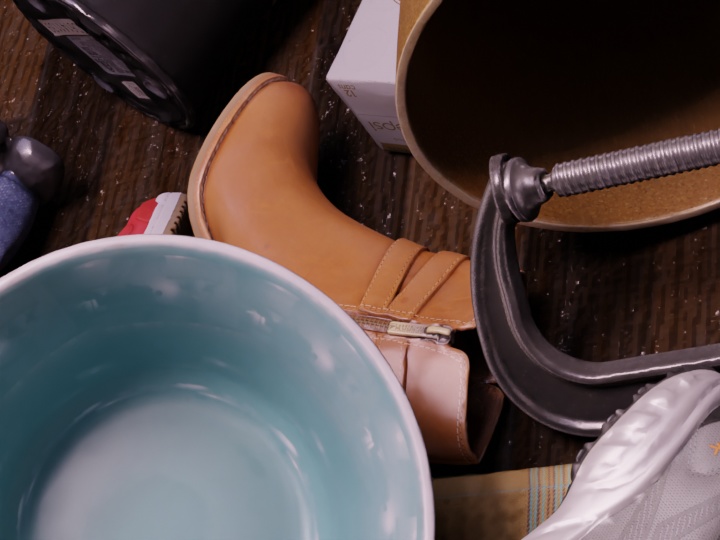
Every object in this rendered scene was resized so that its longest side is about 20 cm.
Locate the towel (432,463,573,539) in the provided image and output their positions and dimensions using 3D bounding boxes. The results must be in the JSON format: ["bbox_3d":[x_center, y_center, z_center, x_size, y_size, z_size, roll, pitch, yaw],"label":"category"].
[{"bbox_3d":[0.021,0.148,0.695,0.199,0.022,0.148,-9,56,25],"label":"towel"}]

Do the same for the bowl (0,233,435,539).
[{"bbox_3d":[-0.075,0.097,0.661,0.199,0.105,0.202,1,77,-2],"label":"bowl"}]

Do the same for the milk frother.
[{"bbox_3d":[-0.120,-0.211,0.909,0.180,0.200,0.189,24,73,44],"label":"milk frother"}]

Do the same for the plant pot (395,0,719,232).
[{"bbox_3d":[0.097,-0.152,0.721,0.185,0.186,0.201,-20,52,19],"label":"plant pot"}]

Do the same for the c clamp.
[{"bbox_3d":[0.126,-0.022,0.668,0.199,0.172,0.027,-17,15,23],"label":"c clamp"}]

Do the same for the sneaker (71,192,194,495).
[{"bbox_3d":[-0.142,0.034,0.802,0.112,0.072,0.201,3,42,11],"label":"sneaker"}]

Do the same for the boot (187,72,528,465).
[{"bbox_3d":[0.000,0.000,0.780,0.154,0.074,0.201,-3,65,28],"label":"boot"}]

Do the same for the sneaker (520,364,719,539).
[{"bbox_3d":[0.082,0.125,0.616,0.200,0.074,0.079,-48,55,-6],"label":"sneaker"}]

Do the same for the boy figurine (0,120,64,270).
[{"bbox_3d":[-0.230,0.010,0.883,0.201,0.124,0.064,-61,9,-31],"label":"boy figurine"}]

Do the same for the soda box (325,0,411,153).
[{"bbox_3d":[0.060,-0.152,0.846,0.068,0.064,0.201,8,64,36],"label":"soda box"}]
